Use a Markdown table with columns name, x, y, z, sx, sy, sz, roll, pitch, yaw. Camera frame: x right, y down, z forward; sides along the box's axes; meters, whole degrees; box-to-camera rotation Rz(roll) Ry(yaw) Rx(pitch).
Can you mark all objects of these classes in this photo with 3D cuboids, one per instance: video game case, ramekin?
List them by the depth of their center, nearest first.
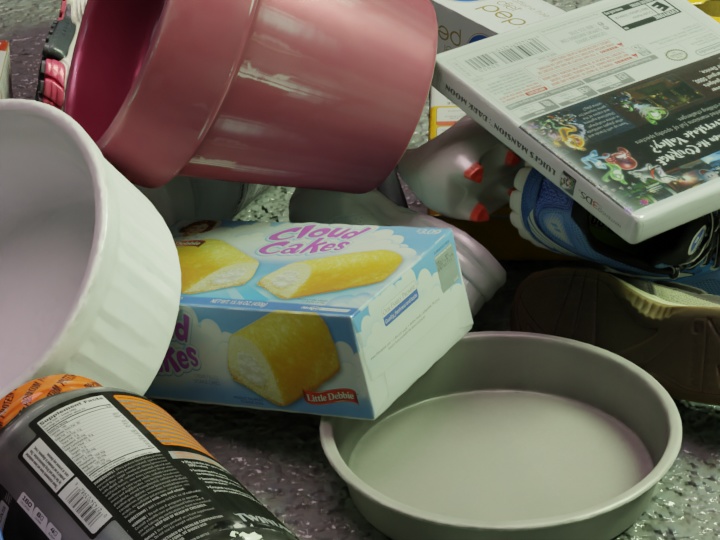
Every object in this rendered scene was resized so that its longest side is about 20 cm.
| name | x | y | z | sx | sy | sz | roll | pitch | yaw |
| --- | --- | --- | --- | --- | --- | --- | --- | --- | --- |
| ramekin | -0.196 | 0.014 | 1.364 | 0.200 | 0.098 | 0.201 | -15 | 59 | 26 |
| video game case | 0.170 | -0.098 | 1.456 | 0.199 | 0.023 | 0.182 | -21 | 47 | -35 |

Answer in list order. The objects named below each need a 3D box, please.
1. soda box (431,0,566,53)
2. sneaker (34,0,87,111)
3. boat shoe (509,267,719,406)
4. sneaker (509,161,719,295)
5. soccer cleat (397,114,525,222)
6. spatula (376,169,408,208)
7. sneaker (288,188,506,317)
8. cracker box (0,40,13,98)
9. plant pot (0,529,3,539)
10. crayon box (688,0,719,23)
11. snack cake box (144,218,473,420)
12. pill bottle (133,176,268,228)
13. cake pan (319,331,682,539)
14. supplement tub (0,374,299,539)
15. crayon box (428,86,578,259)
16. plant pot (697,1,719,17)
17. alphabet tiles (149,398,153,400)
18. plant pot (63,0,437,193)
| name | x | y | z | sx | sy | sz | roll | pitch | yaw |
| --- | --- | --- | --- | --- | --- | --- | --- | --- | --- |
| soda box | 0.099 | -0.169 | 1.805 | 0.068 | 0.064 | 0.200 | -19 | 34 | -30 |
| sneaker | -0.191 | -0.166 | 1.810 | 0.074 | 0.081 | 0.200 | 12 | 37 | -5 |
| boat shoe | 0.177 | 0.042 | 1.424 | 0.200 | 0.072 | 0.066 | 10 | 2 | 44 |
| sneaker | 0.190 | -0.018 | 1.461 | 0.199 | 0.079 | 0.089 | 11 | 7 | -27 |
| soccer cleat | 0.116 | -0.085 | 1.511 | 0.199 | 0.070 | 0.078 | -19 | 32 | -27 |
| spatula | 0.019 | -0.070 | 1.654 | 0.021 | 0.056 | 0.200 | 36 | 25 | -25 |
| sneaker | 0.000 | 0.000 | 1.511 | 0.089 | 0.075 | 0.200 | -53 | 34 | -9 |
| cracker box | -0.317 | -0.096 | 1.698 | 0.133 | 0.058 | 0.200 | -2 | 28 | -1 |
| plant pot | -0.249 | 0.188 | 1.058 | 0.199 | 0.181 | 0.200 | -9 | 31 | -14 |
| crayon box | 0.260 | -0.104 | 1.638 | 0.125 | 0.052 | 0.201 | -7 | 48 | -9 |
| snack cake box | -0.050 | 0.024 | 1.408 | 0.199 | 0.068 | 0.115 | 3 | 28 | 34 |
| pill bottle | -0.114 | -0.082 | 1.604 | 0.113 | 0.114 | 0.200 | 12 | 31 | 23 |
| cake pan | 0.077 | 0.098 | 1.350 | 0.199 | 0.037 | 0.201 | -1 | 29 | 1 |
| supplement tub | -0.113 | 0.137 | 1.203 | 0.122 | 0.123 | 0.200 | -17 | 32 | -26 |
| crayon box | 0.107 | -0.061 | 1.606 | 0.125 | 0.052 | 0.200 | 0 | 28 | 3 |
| plant pot | 0.316 | -0.206 | 1.779 | 0.199 | 0.143 | 0.200 | -1 | 29 | 0 |
| alphabet tiles | -0.179 | 0.043 | 1.495 | 0.166 | 0.008 | 0.200 | 14 | 32 | 26 |
| plant pot | -0.060 | -0.132 | 1.455 | 0.178 | 0.201 | 0.200 | 17 | 23 | -20 |
